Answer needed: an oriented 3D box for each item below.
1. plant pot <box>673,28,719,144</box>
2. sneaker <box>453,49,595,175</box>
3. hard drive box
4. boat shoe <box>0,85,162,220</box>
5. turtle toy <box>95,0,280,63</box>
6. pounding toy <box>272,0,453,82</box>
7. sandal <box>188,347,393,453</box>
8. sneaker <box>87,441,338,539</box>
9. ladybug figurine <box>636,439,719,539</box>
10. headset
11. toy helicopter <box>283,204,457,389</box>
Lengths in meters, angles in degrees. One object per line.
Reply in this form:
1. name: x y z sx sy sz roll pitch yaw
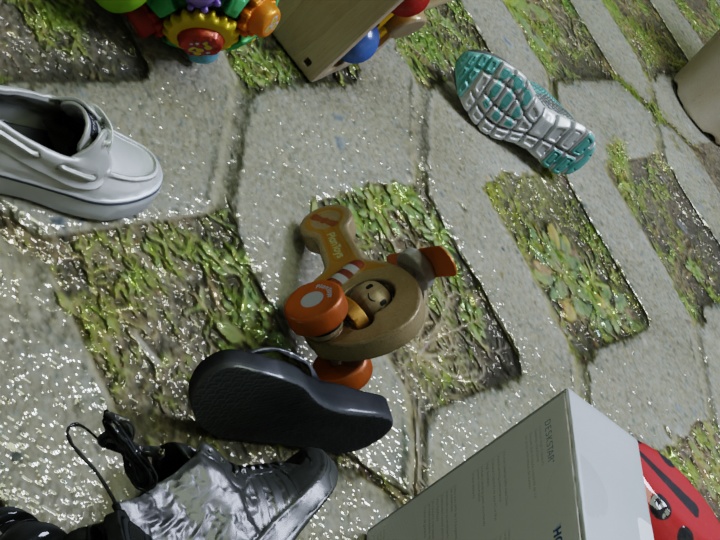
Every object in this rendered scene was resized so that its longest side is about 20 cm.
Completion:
1. plant pot: 0.558 -0.283 2.262 0.200 0.183 0.202 34 34 -27
2. sneaker: 0.168 -0.181 1.730 0.199 0.078 0.092 36 17 -33
3. hard drive box: 0.094 0.200 1.047 0.077 0.200 0.157 35 33 -25
4. boat shoe: -0.201 -0.084 1.084 0.199 0.065 0.074 3 54 -53
5. turtle toy: -0.144 -0.233 1.280 0.199 0.145 0.102 21 62 -41
6. pounding toy: 0.035 -0.276 1.512 0.143 0.184 0.200 52 29 1
7. sandal: -0.053 0.088 1.102 0.200 0.076 0.043 27 37 -54
8. sneaker: -0.088 0.141 0.999 0.105 0.060 0.200 51 33 -8
9. ladybug figurine: 0.252 0.213 1.388 0.200 0.072 0.136 43 30 -15
10. headset: -0.149 0.165 0.826 0.094 0.122 0.202 70 25 -49
11. toy helicopter: 0.000 0.000 1.231 0.201 0.131 0.079 -115 -178 -56
